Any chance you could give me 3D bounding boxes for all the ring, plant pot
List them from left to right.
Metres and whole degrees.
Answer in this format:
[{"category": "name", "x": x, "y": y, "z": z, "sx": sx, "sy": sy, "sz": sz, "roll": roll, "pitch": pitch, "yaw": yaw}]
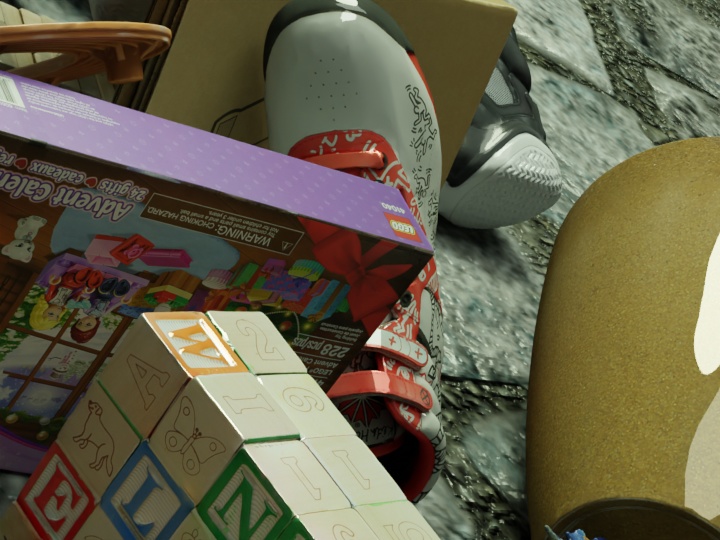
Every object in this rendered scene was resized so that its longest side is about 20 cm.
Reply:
[{"category": "ring", "x": -0.164, "y": -0.062, "z": 0.806, "sx": 0.200, "sy": 0.200, "sz": 0.019, "roll": -11, "pitch": 93, "yaw": -58}, {"category": "plant pot", "x": 0.146, "y": 0.073, "z": 0.977, "sx": 0.186, "sy": 0.187, "sz": 0.200, "roll": 35, "pitch": 38, "yaw": -4}]

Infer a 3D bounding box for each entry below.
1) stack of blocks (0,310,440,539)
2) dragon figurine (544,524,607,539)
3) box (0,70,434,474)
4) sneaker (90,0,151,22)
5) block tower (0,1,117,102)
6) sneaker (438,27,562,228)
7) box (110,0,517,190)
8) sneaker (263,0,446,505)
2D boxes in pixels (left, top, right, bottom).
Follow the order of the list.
[{"category": "stack of blocks", "x": -0.025, "y": 0.122, "z": 0.710, "sx": 0.058, "sy": 0.115, "sz": 0.200, "roll": 1, "pitch": 43, "yaw": -51}, {"category": "dragon figurine", "x": 0.051, "y": 0.156, "z": 0.812, "sx": 0.099, "sy": 0.059, "sz": 0.200, "roll": 44, "pitch": 32, "yaw": 17}, {"category": "box", "x": -0.089, "y": 0.011, "z": 0.792, "sx": 0.200, "sy": 0.137, "sz": 0.039, "roll": 14, "pitch": 34, "yaw": -39}, {"category": "sneaker", "x": -0.087, "y": -0.172, "z": 0.914, "sx": 0.075, "sy": 0.200, "sz": 0.114, "roll": -18, "pitch": 69, "yaw": -11}, {"category": "block tower", "x": -0.113, "y": -0.063, "z": 0.991, "sx": 0.200, "sy": 0.058, "sz": 0.054, "roll": 21, "pitch": 29, "yaw": -34}, {"category": "sneaker", "x": 0.020, "y": -0.099, "z": 1.168, "sx": 0.200, "sy": 0.075, "sz": 0.114, "roll": 22, "pitch": 51, "yaw": -41}, {"category": "box", "x": -0.030, "y": -0.050, "z": 0.950, "sx": 0.021, "sy": 0.164, "sz": 0.200, "roll": 35, "pitch": 19, "yaw": 34}, {"category": "sneaker", "x": 0.001, "y": 0.000, "z": 0.892, "sx": 0.067, "sy": 0.202, "sz": 0.108, "roll": -4, "pitch": 36, "yaw": 3}]
